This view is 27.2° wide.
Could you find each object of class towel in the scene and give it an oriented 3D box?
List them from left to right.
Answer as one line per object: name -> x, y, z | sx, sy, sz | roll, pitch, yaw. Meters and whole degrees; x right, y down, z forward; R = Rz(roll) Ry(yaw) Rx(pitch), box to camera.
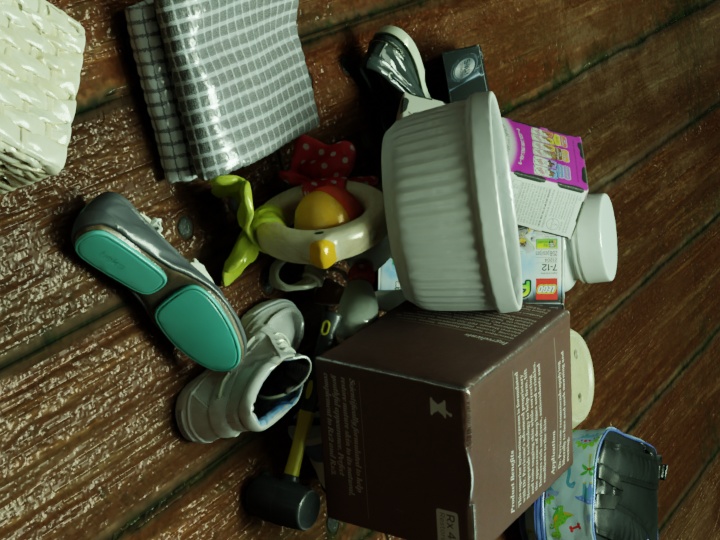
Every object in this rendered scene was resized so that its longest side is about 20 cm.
towel -> -0.115, -0.184, 1.354 | 0.200, 0.085, 0.168 | -35, 114, -54

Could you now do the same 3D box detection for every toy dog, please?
toy dog -> 0.000, 0.000, 1.493 | 0.201, 0.131, 0.097 | -55, 161, -37

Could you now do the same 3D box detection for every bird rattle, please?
bird rattle -> -0.042, -0.047, 1.379 | 0.199, 0.162, 0.114 | -21, 121, -42

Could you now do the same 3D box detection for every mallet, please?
mallet -> -0.059, 0.137, 1.381 | 0.041, 0.065, 0.203 | 29, 66, -57

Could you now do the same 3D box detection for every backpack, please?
backpack -> 0.274, 0.284, 1.811 | 0.200, 0.145, 0.186 | 33, 59, -54

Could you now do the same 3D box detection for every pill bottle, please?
pill bottle -> 0.180, -0.029, 1.663 | 0.114, 0.197, 0.116 | -4, 90, -69

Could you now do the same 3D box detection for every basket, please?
basket -> -0.299, -0.143, 1.026 | 0.199, 0.122, 0.137 | 30, 58, -50

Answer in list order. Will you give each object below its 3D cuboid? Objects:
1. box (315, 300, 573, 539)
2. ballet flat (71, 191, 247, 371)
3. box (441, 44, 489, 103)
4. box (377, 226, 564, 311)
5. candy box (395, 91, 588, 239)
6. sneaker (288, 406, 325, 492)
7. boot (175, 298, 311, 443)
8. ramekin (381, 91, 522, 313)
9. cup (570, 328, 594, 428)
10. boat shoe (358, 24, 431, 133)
box -> 0.083, 0.132, 1.379 | 0.199, 0.163, 0.168 | -29, 122, -50
ballet flat -> -0.163, 0.004, 1.260 | 0.200, 0.072, 0.074 | 45, 48, -33
box -> 0.130, -0.173, 1.695 | 0.200, 0.043, 0.162 | -54, 133, -81
box -> 0.118, -0.014, 1.583 | 0.035, 0.197, 0.112 | 55, 35, -74
candy box -> 0.128, -0.109, 1.529 | 0.137, 0.197, 0.062 | -79, -175, -62
sneaker -> 0.003, 0.159, 1.492 | 0.199, 0.080, 0.116 | -45, 127, -47
boot -> -0.079, 0.089, 1.349 | 0.200, 0.095, 0.074 | -52, 126, -48
ramekin -> 0.085, -0.058, 1.371 | 0.200, 0.104, 0.203 | -7, 90, -80
cup -> 0.183, 0.125, 1.705 | 0.199, 0.142, 0.203 | 17, 70, -54
boat shoe -> 0.049, -0.166, 1.619 | 0.066, 0.074, 0.201 | -51, 138, -30
